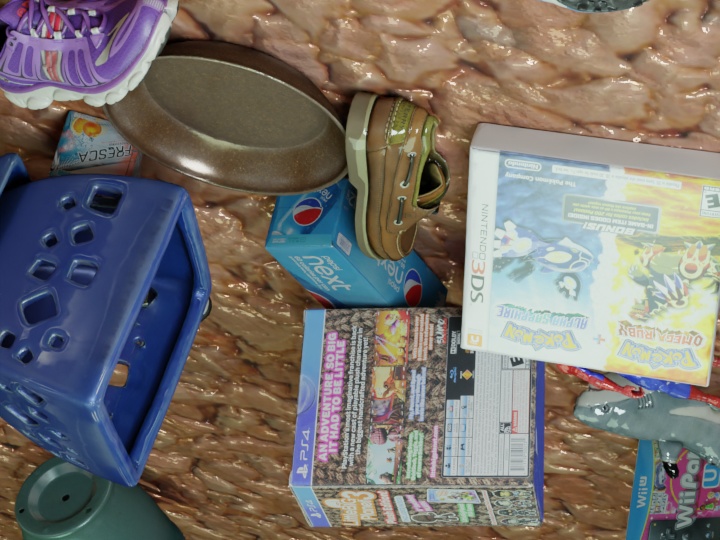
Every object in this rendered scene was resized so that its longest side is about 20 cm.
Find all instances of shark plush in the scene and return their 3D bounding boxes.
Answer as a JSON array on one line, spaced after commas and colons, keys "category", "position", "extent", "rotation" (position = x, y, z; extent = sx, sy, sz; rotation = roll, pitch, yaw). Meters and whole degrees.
[{"category": "shark plush", "position": [0.289, 0.154, 1.692], "extent": [0.200, 0.084, 0.091], "rotation": [39, 152, -15]}]

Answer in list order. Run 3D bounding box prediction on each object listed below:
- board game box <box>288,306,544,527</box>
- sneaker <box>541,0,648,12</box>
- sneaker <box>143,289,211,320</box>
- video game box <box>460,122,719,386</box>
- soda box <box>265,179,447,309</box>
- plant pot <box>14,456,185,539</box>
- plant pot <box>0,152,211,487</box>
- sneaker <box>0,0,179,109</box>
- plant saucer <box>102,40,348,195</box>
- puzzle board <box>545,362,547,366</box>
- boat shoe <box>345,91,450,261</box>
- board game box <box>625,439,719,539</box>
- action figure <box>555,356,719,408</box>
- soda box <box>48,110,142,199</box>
[{"category": "board game box", "position": [0.051, 0.122, 1.521], "extent": [0.198, 0.161, 0.097], "rotation": [-1, 152, 10]}, {"category": "sneaker", "position": [0.086, -0.200, 1.126], "extent": [0.198, 0.073, 0.073], "rotation": [8, -170, -2]}, {"category": "sneaker", "position": [-0.223, 0.036, 1.757], "extent": [0.198, 0.081, 0.115], "rotation": [-3, 149, 29]}, {"category": "video game box", "position": [0.176, -0.011, 1.389], "extent": [0.198, 0.047, 0.184], "rotation": [8, 125, 12]}, {"category": "soda box", "position": [0.000, 0.000, 1.565], "extent": [0.067, 0.065, 0.200], "rotation": [-1, 151, 30]}, {"category": "plant pot", "position": [-0.345, 0.337, 2.352], "extent": [0.198, 0.201, 0.189], "rotation": [1, 138, 25]}, {"category": "plant pot", "position": [-0.240, 0.033, 1.477], "extent": [0.178, 0.201, 0.200], "rotation": [17, 156, 10]}, {"category": "sneaker", "position": [-0.214, -0.167, 1.327], "extent": [0.199, 0.081, 0.083], "rotation": [-7, 143, 40]}, {"category": "plant saucer", "position": [-0.099, -0.122, 1.409], "extent": [0.198, 0.037, 0.201], "rotation": [11, 155, 5]}, {"category": "puzzle board", "position": [0.094, 0.084, 1.771], "extent": [0.149, 0.018, 0.200], "rotation": [17, 155, -4]}, {"category": "boat shoe", "position": [0.034, -0.061, 1.424], "extent": [0.067, 0.073, 0.200], "rotation": [8, 156, 12]}, {"category": "board game box", "position": [0.357, 0.218, 1.757], "extent": [0.199, 0.149, 0.064], "rotation": [-11, 149, 42]}, {"category": "action figure", "position": [0.242, 0.078, 1.624], "extent": [0.198, 0.066, 0.052], "rotation": [15, -172, -4]}, {"category": "soda box", "position": [-0.228, -0.058, 1.580], "extent": [0.068, 0.064, 0.200], "rotation": [15, 155, -2]}]
